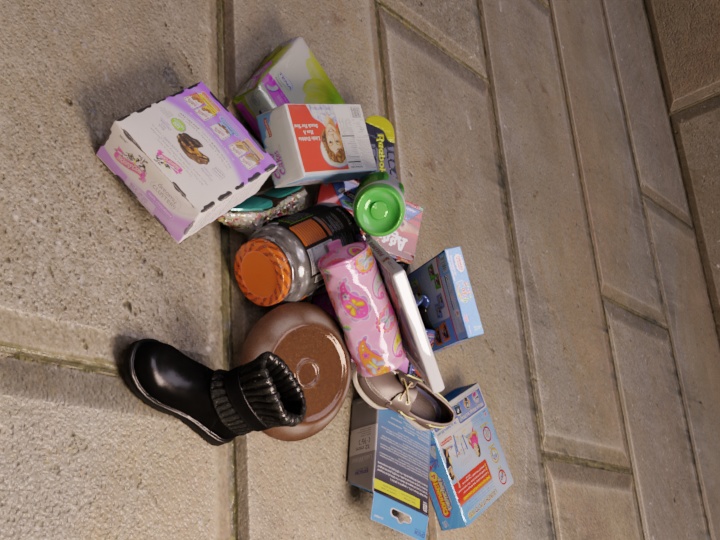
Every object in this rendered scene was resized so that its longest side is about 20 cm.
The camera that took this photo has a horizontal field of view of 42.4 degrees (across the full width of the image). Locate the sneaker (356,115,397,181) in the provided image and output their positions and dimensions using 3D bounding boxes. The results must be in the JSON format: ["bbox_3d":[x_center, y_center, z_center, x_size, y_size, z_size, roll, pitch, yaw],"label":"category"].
[{"bbox_3d":[0.021,-0.171,1.669,0.073,0.082,0.204,11,72,-23],"label":"sneaker"}]

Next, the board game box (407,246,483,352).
[{"bbox_3d":[0.145,0.057,1.640,0.036,0.200,0.154,-12,81,-19],"label":"board game box"}]

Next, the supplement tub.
[{"bbox_3d":[-0.094,-0.023,1.410,0.199,0.121,0.125,-27,95,-51],"label":"supplement tub"}]

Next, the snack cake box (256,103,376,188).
[{"bbox_3d":[-0.066,-0.200,1.476,0.198,0.066,0.117,-12,88,-54],"label":"snack cake box"}]

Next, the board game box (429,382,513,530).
[{"bbox_3d":[0.179,0.327,1.658,0.199,0.055,0.200,-18,88,-55],"label":"board game box"}]

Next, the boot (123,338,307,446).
[{"bbox_3d":[-0.182,0.141,1.185,0.211,0.156,0.081,41,44,-33],"label":"boot"}]

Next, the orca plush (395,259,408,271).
[{"bbox_3d":[0.063,-0.067,1.661,0.104,0.071,0.203,32,42,-36],"label":"orca plush"}]

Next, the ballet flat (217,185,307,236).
[{"bbox_3d":[-0.150,-0.087,1.423,0.199,0.075,0.065,-22,124,-49],"label":"ballet flat"}]

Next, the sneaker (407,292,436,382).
[{"bbox_3d":[0.095,0.130,1.625,0.075,0.078,0.204,11,65,-49],"label":"sneaker"}]

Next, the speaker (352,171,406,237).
[{"bbox_3d":[0.030,-0.108,1.479,0.090,0.087,0.200,62,6,-9],"label":"speaker"}]

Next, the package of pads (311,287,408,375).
[{"bbox_3d":[0.001,0.114,1.502,0.199,0.075,0.123,32,57,-39],"label":"package of pads"}]

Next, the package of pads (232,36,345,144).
[{"bbox_3d":[-0.118,-0.283,1.556,0.156,0.067,0.201,55,38,-22],"label":"package of pads"}]

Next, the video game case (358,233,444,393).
[{"bbox_3d":[0.059,0.061,1.392,0.182,0.023,0.203,-130,-161,-66],"label":"video game case"}]

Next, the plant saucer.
[{"bbox_3d":[-0.084,0.149,1.349,0.197,0.036,0.205,-1,92,-36],"label":"plant saucer"}]

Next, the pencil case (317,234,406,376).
[{"bbox_3d":[0.002,0.055,1.364,0.088,0.086,0.203,-48,123,-51],"label":"pencil case"}]

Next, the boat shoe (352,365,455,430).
[{"bbox_3d":[0.070,0.196,1.463,0.199,0.059,0.073,37,59,-34],"label":"boat shoe"}]

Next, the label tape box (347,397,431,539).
[{"bbox_3d":[0.046,0.318,1.481,0.142,0.065,0.204,33,50,-39],"label":"label tape box"}]

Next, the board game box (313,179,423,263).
[{"bbox_3d":[0.012,-0.093,1.594,0.197,0.019,0.105,20,72,-21],"label":"board game box"}]

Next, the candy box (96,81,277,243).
[{"bbox_3d":[-0.237,-0.155,1.293,0.168,0.072,0.200,47,37,1],"label":"candy box"}]
